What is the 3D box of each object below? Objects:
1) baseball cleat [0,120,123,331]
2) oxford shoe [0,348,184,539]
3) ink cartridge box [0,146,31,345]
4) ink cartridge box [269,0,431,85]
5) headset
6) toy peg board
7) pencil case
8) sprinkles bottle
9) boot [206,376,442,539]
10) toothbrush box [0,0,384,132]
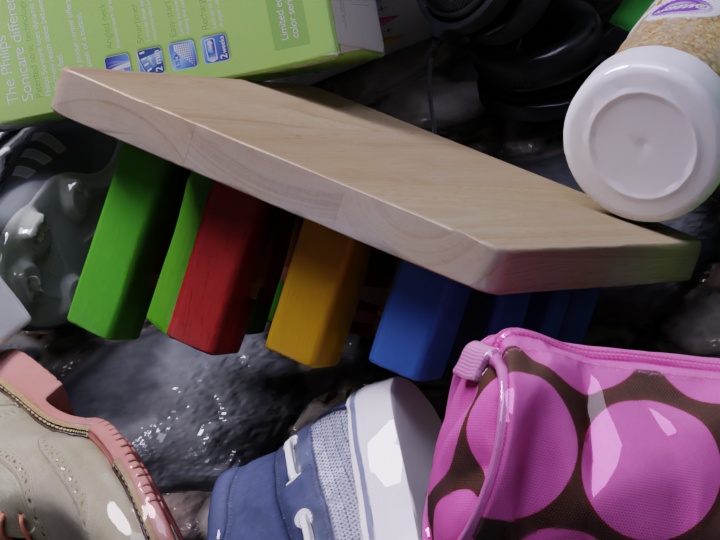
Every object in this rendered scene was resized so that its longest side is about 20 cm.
[{"bbox_3d":[-0.147,-0.028,1.208,0.106,0.070,0.200,-5,24,25],"label":"baseball cleat"},{"bbox_3d":[-0.121,0.095,1.006,0.074,0.071,0.200,-30,26,-18],"label":"oxford shoe"},{"bbox_3d":[-0.216,0.040,1.074,0.200,0.068,0.115,-42,10,-34],"label":"ink cartridge box"},{"bbox_3d":[0.016,-0.211,1.278,0.200,0.147,0.145,-21,58,0],"label":"ink cartridge box"},{"bbox_3d":[0.062,-0.121,1.215,0.200,0.124,0.094,-46,39,-10],"label":"headset"},{"bbox_3d":[0.000,0.000,1.035,0.199,0.098,0.200,23,12,26],"label":"toy peg board"},{"bbox_3d":[0.123,0.068,0.880,0.199,0.094,0.091,5,13,-8],"label":"pencil case"},{"bbox_3d":[0.142,-0.083,1.123,0.068,0.068,0.200,-1,19,19],"label":"sprinkles bottle"},{"bbox_3d":[-0.004,0.129,0.921,0.090,0.073,0.200,-30,33,17],"label":"boot"},{"bbox_3d":[-0.104,-0.146,1.149,0.199,0.146,0.086,-11,1,14],"label":"toothbrush box"}]
